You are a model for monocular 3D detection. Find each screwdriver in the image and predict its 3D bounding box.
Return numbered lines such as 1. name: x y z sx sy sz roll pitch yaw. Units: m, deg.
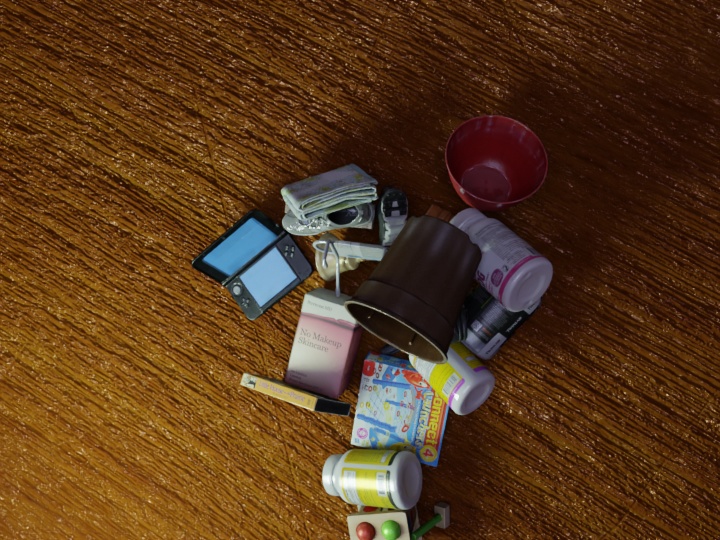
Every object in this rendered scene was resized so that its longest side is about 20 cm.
1. screwdriver: 0.132 0.137 1.289 0.198 0.028 0.029 -27 118 13

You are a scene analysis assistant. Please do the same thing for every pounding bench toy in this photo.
1. pounding bench toy: 0.089 0.546 1.257 0.197 0.156 0.126 -10 91 12

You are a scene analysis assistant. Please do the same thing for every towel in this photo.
1. towel: -0.066 -0.164 1.209 0.169 0.200 0.049 -17 112 -11

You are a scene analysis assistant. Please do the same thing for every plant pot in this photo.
1. plant pot: 0.105 0.026 1.034 0.199 0.201 0.200 29 75 9

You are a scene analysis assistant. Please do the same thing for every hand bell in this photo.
1. hand bell: 0.016 -0.030 1.237 0.198 0.104 0.106 -1 93 30

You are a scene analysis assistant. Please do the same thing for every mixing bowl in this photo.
1. mixing bowl: 0.258 -0.194 1.184 0.197 0.109 0.203 1 66 -2

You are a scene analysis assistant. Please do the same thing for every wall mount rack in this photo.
1. wall mount rack: 0.000 0.000 1.184 0.197 0.174 0.076 8 71 12

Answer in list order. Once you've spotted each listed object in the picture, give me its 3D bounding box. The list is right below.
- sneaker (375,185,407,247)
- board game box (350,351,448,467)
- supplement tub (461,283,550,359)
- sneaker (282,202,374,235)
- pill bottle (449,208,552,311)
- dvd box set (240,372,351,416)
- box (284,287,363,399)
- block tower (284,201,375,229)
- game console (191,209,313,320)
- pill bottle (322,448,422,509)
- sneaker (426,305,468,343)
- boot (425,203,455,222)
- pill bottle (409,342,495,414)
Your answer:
1. sneaker: 0.068 -0.090 1.272 0.065 0.091 0.203 -5 118 -7
2. board game box: 0.091 0.298 1.282 0.193 0.056 0.203 11 102 12
3. supplement tub: 0.281 0.071 1.205 0.122 0.122 0.200 43 101 6
4. sneaker: -0.073 -0.119 1.234 0.197 0.082 0.076 -10 91 13
5. pill bottle: 0.252 -0.026 1.115 0.114 0.113 0.200 -50 48 11
6. dvd box set: -0.137 0.264 1.266 0.198 0.146 0.030 11 79 32
7. box: -0.072 0.154 1.289 0.126 0.109 0.203 16 99 11
8. block tower: -0.063 -0.126 1.302 0.197 0.058 0.055 7 95 14
9. game console: -0.236 -0.006 1.315 0.199 0.116 0.177 -37 85 12
10. pill bottle: 0.022 0.436 1.252 0.198 0.112 0.114 -9 92 34
11. sneaker: 0.156 0.079 1.178 0.098 0.201 0.071 -6 127 -5
12. boot: 0.162 -0.026 1.253 0.154 0.074 0.201 35 89 8
13. pill bottle: 0.167 0.183 1.186 0.105 0.104 0.200 -52 52 10
